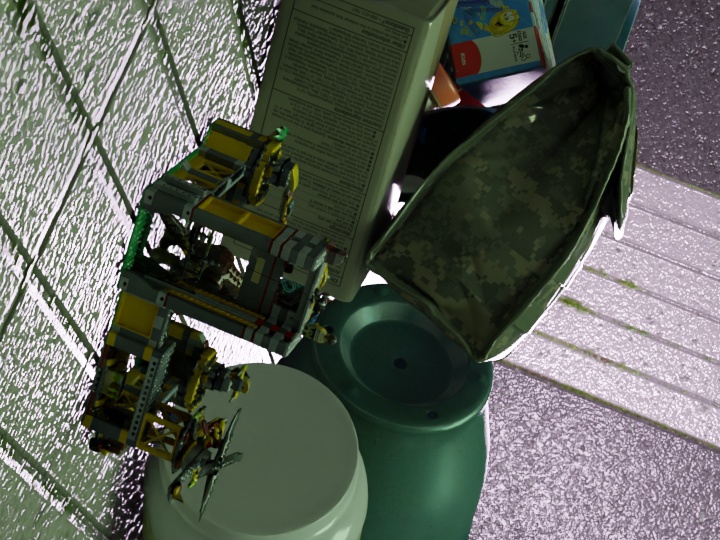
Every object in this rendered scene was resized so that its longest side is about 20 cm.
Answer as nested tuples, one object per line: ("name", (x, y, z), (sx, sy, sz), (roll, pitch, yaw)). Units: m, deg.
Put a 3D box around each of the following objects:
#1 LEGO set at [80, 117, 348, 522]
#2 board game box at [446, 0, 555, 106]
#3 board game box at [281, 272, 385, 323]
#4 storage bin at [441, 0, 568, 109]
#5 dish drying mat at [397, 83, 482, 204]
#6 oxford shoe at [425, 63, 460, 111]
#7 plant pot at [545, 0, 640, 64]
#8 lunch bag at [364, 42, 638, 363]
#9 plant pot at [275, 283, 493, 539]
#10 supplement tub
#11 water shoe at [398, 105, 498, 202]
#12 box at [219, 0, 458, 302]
("LEGO set", (-0.064, 0.026, 1.149), (0.154, 0.115, 0.201), (-39, 150, -75))
("board game box", (0.079, -0.213, 1.372), (0.200, 0.055, 0.198), (-7, 86, -82))
("board game box", (0.000, 0.000, 1.570), (0.135, 0.028, 0.200), (-28, 174, 5))
("storage bin", (0.120, -0.220, 1.855), (0.200, 0.093, 0.136), (-46, 156, -69))
("dish drying mat", (0.046, -0.100, 1.690), (0.200, 0.076, 0.018), (-47, 116, -44))
("oxford shoe", (0.027, -0.134, 1.625), (0.072, 0.071, 0.200), (-34, 179, 0))
("plant pot", (0.202, -0.237, 2.215), (0.200, 0.134, 0.201), (22, 90, -83))
("lunch bag", (0.109, -0.046, 1.334), (0.200, 0.117, 0.164), (-51, 174, 2))
("plant pot", (0.009, 0.117, 1.542), (0.201, 0.199, 0.189), (-60, 173, -45))
("supplement tub", (-0.071, 0.164, 1.374), (0.201, 0.144, 0.146), (100, 14, -54))
("water shoe", (0.067, -0.078, 1.494), (0.079, 0.199, 0.072), (12, 88, -54))
("box", (-0.013, -0.092, 1.282), (0.078, 0.094, 0.201), (-57, 167, -56))
